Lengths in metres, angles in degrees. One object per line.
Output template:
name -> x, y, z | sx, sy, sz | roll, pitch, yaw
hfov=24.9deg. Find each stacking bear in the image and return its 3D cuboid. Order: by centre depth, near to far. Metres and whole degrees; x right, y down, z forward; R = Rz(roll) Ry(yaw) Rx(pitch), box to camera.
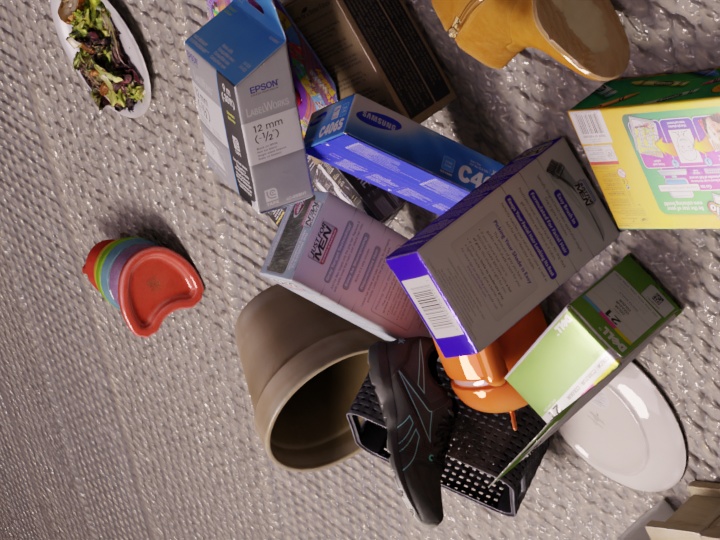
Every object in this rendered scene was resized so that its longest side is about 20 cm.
stacking bear -> -0.326, 0.006, 2.298 | 0.200, 0.121, 0.114 | 18, 138, 58

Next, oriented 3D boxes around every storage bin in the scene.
storage bin -> 0.097, 0.174, 1.774 | 0.199, 0.094, 0.135 | 24, 161, 16

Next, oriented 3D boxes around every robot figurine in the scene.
robot figurine -> 0.130, 0.057, 1.646 | 0.144, 0.116, 0.201 | 6, 120, 60

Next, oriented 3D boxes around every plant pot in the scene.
plant pot -> -0.063, 0.112, 1.955 | 0.174, 0.199, 0.200 | 52, 156, 37

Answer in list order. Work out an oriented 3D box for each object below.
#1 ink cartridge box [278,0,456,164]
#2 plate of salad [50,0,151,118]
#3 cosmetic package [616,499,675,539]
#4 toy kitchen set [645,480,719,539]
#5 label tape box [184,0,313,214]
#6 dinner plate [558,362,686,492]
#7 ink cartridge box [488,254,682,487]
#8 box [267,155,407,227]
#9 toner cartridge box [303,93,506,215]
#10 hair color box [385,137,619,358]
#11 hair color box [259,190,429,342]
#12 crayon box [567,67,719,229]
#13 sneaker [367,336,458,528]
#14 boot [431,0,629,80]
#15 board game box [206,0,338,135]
ink cartridge box -> -0.016, -0.206, 1.624 | 0.200, 0.075, 0.165 | -12, 110, 60
plate of salad -> -0.336, -0.277, 2.055 | 0.200, 0.048, 0.200 | 36, 147, 28
cosmetic package -> 0.270, 0.339, 1.664 | 0.102, 0.200, 0.074 | 48, 151, 10
toy kitchen set -> 0.366, 0.336, 1.555 | 0.180, 0.163, 0.200 | -3, 119, 57
label tape box -> -0.113, -0.174, 1.548 | 0.143, 0.066, 0.201 | 44, 150, 55
dinner plate -> 0.249, 0.151, 1.676 | 0.200, 0.024, 0.201 | 36, 146, 29
ink cartridge box -> 0.185, 0.092, 1.506 | 0.076, 0.200, 0.148 | 48, 144, 11
box -> -0.041, -0.087, 1.819 | 0.158, 0.050, 0.200 | 50, 152, 7
toner cartridge box -> 0.052, -0.102, 1.554 | 0.199, 0.043, 0.095 | 24, 162, -24
hair color box -> 0.131, -0.022, 1.475 | 0.110, 0.200, 0.065 | 59, 153, -10
hair color box -> 0.000, 0.000, 1.702 | 0.200, 0.099, 0.061 | 29, 169, -38
crayon box -> 0.273, -0.097, 1.328 | 0.200, 0.058, 0.119 | 2, 124, 55
sneaker -> 0.063, 0.161, 1.665 | 0.075, 0.079, 0.201 | 47, -151, -75
boot -> 0.143, -0.210, 1.403 | 0.201, 0.071, 0.144 | 49, 158, 14
board game box -> -0.103, -0.203, 1.636 | 0.200, 0.039, 0.158 | 56, 153, -2
